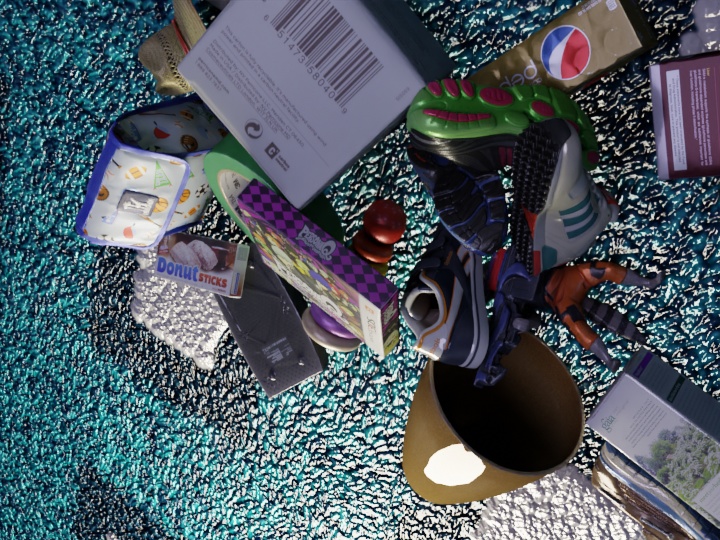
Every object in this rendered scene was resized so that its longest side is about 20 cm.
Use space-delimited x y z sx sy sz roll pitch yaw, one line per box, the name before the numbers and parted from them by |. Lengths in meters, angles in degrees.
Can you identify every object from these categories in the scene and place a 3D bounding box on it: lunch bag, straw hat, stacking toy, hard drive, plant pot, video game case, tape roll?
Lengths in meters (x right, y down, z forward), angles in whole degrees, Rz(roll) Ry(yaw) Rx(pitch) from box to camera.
lunch bag | -0.274 -0.126 1.076 0.124 0.199 0.171 44 124 14
straw hat | -0.226 -0.260 1.001 0.203 0.084 0.201 62 173 14
stacking toy | 0.000 0.000 1.012 0.085 0.085 0.202 36 115 20
hard drive | -0.128 0.066 1.137 0.134 0.042 0.202 -31 86 37
plant pot | 0.128 0.187 0.933 0.186 0.186 0.201 44 140 14
video game case | -0.041 0.003 0.902 0.199 0.036 0.182 38 165 15
tape roll | -0.108 -0.081 1.005 0.200 0.048 0.201 37 158 18

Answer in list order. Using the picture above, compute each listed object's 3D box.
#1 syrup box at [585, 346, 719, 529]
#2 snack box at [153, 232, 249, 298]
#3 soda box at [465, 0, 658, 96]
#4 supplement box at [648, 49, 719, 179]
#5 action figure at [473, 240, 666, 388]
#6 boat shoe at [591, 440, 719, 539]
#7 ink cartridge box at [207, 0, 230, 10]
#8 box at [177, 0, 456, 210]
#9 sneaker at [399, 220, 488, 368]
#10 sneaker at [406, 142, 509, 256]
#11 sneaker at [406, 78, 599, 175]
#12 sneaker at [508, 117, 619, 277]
syrup box | 0.340 0.177 0.823 0.199 0.081 0.079 39 123 19
snack box | -0.230 -0.013 1.156 0.198 0.024 0.073 11 93 45
soda box | 0.188 -0.201 0.813 0.199 0.064 0.068 -29 89 38
supplement box | 0.364 -0.145 0.710 0.198 0.061 0.110 0 106 36
action figure | 0.198 0.047 0.864 0.192 0.104 0.202 23 87 33
boat shoe | 0.338 0.263 0.868 0.200 0.072 0.073 41 130 29
ink cartridge box | -0.205 -0.426 1.010 0.199 0.067 0.117 38 123 17
box | -0.041 -0.217 0.861 0.199 0.171 0.199 -39 96 27
sneaker | 0.087 0.009 0.876 0.078 0.202 0.079 11 136 -14
sneaker | 0.112 -0.078 0.859 0.075 0.201 0.079 -27 128 8
sneaker | 0.137 -0.134 0.782 0.084 0.197 0.078 128 151 -67
sneaker | 0.194 -0.073 0.748 0.201 0.092 0.071 82 170 -55
